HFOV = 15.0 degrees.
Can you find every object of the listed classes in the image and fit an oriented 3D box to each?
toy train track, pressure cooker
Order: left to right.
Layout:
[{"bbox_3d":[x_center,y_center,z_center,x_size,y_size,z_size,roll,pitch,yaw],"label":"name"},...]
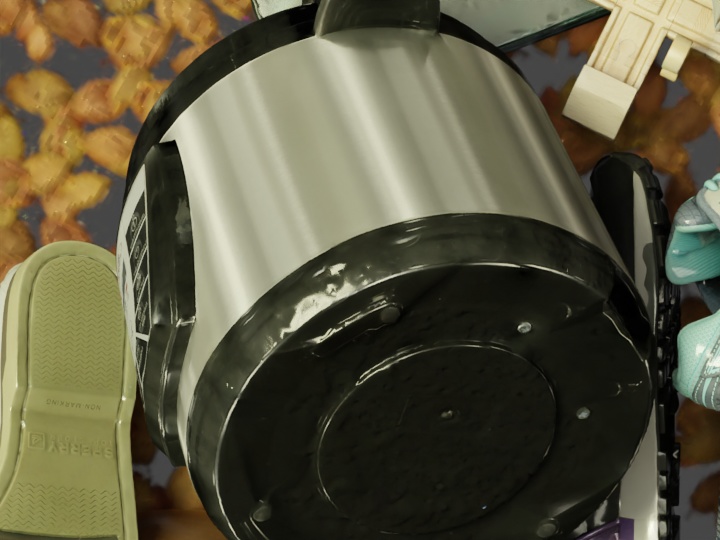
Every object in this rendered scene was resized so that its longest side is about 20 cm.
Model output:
[{"bbox_3d":[0.003,0.001,1.009,0.176,0.179,0.200,-38,40,16],"label":"pressure cooker"},{"bbox_3d":[0.132,-0.146,1.059,0.115,0.033,0.200,26,89,5],"label":"toy train track"}]

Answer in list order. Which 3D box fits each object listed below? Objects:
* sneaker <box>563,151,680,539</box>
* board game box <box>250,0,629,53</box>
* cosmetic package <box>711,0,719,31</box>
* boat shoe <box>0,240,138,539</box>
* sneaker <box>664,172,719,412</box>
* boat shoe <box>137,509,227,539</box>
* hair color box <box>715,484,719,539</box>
[{"bbox_3d":[0.080,0.053,1.068,0.087,0.076,0.201,1,88,12],"label":"sneaker"},{"bbox_3d":[0.046,-0.153,1.098,0.200,0.028,0.136,-20,87,4],"label":"board game box"},{"bbox_3d":[0.222,-0.152,0.985,0.199,0.071,0.105,-5,79,1],"label":"cosmetic package"},{"bbox_3d":[-0.128,0.092,1.069,0.075,0.068,0.200,17,69,-21],"label":"boat shoe"},{"bbox_3d":[0.159,-0.026,1.020,0.086,0.078,0.200,4,46,11],"label":"sneaker"},{"bbox_3d":[-0.013,0.148,1.064,0.200,0.070,0.070,14,115,25],"label":"boat shoe"},{"bbox_3d":[0.188,0.111,1.059,0.100,0.061,0.201,5,89,6],"label":"hair color box"}]
